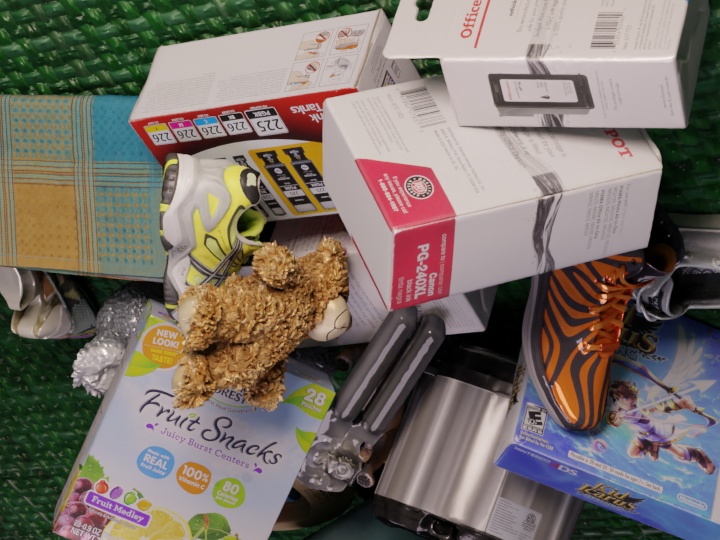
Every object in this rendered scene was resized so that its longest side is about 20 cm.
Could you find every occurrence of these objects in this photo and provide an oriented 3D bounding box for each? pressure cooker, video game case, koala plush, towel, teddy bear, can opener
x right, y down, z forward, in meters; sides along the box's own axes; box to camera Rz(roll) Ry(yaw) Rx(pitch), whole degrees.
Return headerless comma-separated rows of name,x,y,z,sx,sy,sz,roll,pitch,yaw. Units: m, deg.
pressure cooker,0.121,0.149,1.696,0.178,0.201,0.176,17,172,32
video game case,0.221,0.108,1.603,0.199,0.182,0.045,22,142,-6
koala plush,-0.158,0.079,1.738,0.183,0.178,0.200,1,147,43
towel,-0.234,-0.069,1.614,0.199,0.022,0.147,4,97,27
teddy bear,-0.071,0.042,1.515,0.067,0.145,0.200,18,-172,32
can opener,0.004,0.102,1.656,0.053,0.067,0.200,26,117,-12

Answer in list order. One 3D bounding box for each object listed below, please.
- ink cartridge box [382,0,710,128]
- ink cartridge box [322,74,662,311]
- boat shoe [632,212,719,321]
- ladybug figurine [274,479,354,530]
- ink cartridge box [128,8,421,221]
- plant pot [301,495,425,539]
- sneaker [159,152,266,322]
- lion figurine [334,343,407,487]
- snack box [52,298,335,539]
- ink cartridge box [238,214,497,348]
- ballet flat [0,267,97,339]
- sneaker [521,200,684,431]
ink cartridge box,0.127,-0.159,1.350,0.199,0.116,0.068,3,140,20
ink cartridge box,0.090,-0.067,1.388,0.199,0.145,0.084,-13,136,-15
boat shoe,0.241,0.001,1.548,0.200,0.072,0.070,-3,139,26
ladybug figurine,-0.087,0.194,1.932,0.199,0.072,0.136,-8,137,31
ink cartridge box,-0.043,-0.098,1.527,0.199,0.084,0.176,-6,139,29
plant pot,0.001,0.294,1.885,0.141,0.200,0.142,-38,73,49
sneaker,-0.111,-0.015,1.534,0.076,0.076,0.200,3,152,0
lion figurine,0.017,0.107,1.765,0.072,0.123,0.200,26,131,10
snack box,-0.138,0.148,1.637,0.168,0.200,0.068,23,-173,-12
ink cartridge box,0.000,0.000,1.649,0.199,0.068,0.115,-7,137,28
ballet flat,-0.294,0.015,1.786,0.069,0.071,0.200,2,141,18
sneaker,0.185,0.023,1.504,0.112,0.201,0.077,-2,-175,43
